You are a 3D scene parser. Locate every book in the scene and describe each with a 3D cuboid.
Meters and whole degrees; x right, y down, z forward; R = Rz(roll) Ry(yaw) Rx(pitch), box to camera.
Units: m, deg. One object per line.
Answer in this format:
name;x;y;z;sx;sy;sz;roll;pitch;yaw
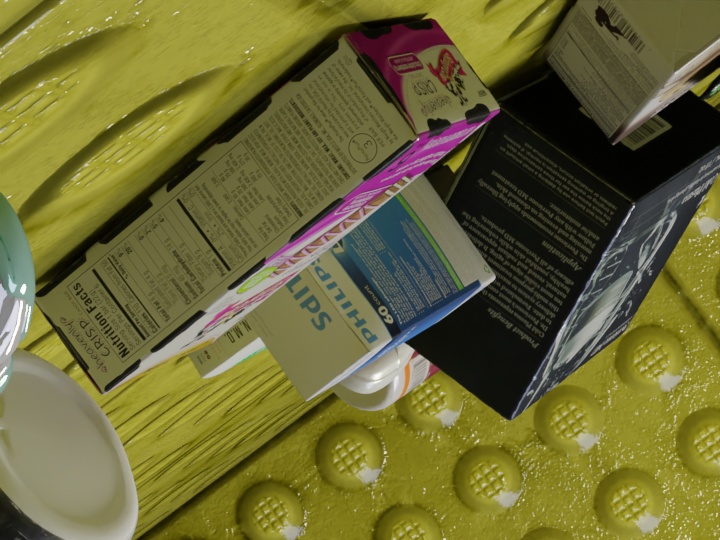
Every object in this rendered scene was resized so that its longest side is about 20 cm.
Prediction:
book;-0.024;0.003;1.688;0.200;0.048;0.133;-35;175;32

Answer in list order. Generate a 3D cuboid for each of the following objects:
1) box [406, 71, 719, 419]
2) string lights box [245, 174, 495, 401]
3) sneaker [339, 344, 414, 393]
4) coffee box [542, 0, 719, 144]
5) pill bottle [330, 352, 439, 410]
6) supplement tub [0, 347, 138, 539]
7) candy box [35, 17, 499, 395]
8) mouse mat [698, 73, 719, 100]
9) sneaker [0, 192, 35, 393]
box;0.144;-0.032;1.619;0.200;0.124;0.197;-31;154;-54
string lights box;0.000;0.000;1.430;0.059;0.103;0.200;-38;175;28
sneaker;0.030;0.004;1.782;0.085;0.073;0.200;111;5;-51
coffee box;0.191;-0.158;1.401;0.113;0.080;0.200;-37;176;-8
pill bottle;0.055;0.034;2.102;0.200;0.114;0.114;-33;174;-37
supplement tub;-0.213;0.136;1.102;0.200;0.123;0.122;-38;175;23
candy box;-0.042;-0.032;1.074;0.200;0.061;0.136;-38;176;21
mouse mat;0.275;-0.170;1.456;0.161;0.008;0.200;-48;177;12
sneaker;-0.191;0.049;0.673;0.200;0.078;0.140;-40;175;30
